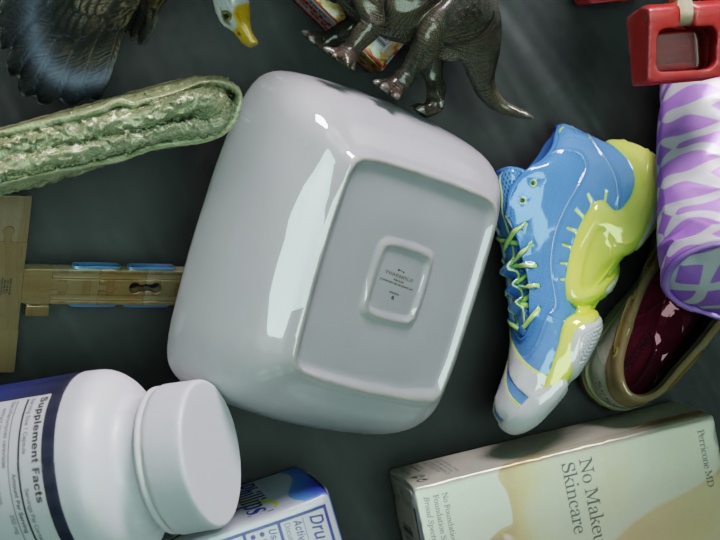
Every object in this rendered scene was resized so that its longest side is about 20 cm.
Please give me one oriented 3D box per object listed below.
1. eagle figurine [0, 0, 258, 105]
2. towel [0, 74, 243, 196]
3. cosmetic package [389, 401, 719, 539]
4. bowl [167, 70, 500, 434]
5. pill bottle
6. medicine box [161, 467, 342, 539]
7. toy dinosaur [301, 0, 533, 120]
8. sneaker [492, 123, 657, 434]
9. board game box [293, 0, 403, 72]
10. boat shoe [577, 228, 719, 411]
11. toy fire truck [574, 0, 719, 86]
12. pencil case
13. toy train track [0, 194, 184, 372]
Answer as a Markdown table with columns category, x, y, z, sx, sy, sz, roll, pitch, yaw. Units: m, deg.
| category | x | y | z | sx | sy | sz | roll | pitch | yaw |
| --- | --- | --- | --- | --- | --- | --- | --- | --- | --- |
| eagle figurine | -0.100 | -0.183 | 0.994 | 0.151 | 0.199 | 0.152 | 27 | 53 | -51 |
| towel | -0.171 | -0.071 | 1.042 | 0.199 | 0.148 | 0.037 | -17 | 99 | -13 |
| cosmetic package | 0.127 | 0.156 | 1.157 | 0.199 | 0.071 | 0.106 | -14 | 96 | -11 |
| bowl | 0.000 | 0.000 | 1.076 | 0.199 | 0.074 | 0.201 | 17 | 92 | -44 |
| pill bottle | -0.173 | 0.116 | 1.033 | 0.199 | 0.111 | 0.112 | -10 | 96 | 17 |
| medicine box | -0.093 | 0.240 | 1.100 | 0.199 | 0.103 | 0.183 | -17 | 97 | -11 |
| toy dinosaur | 0.033 | -0.152 | 1.068 | 0.199 | 0.077 | 0.103 | 31 | 95 | -11 |
| sneaker | 0.110 | -0.002 | 1.147 | 0.105 | 0.076 | 0.201 | 30 | 75 | -3 |
| board game box | -0.013 | -0.244 | 1.113 | 0.200 | 0.046 | 0.152 | 43 | 85 | -11 |
| boat shoe | 0.214 | 0.004 | 1.167 | 0.074 | 0.066 | 0.201 | 31 | 85 | -11 |
| toy fire truck | 0.165 | -0.212 | 1.105 | 0.048 | 0.141 | 0.202 | -6 | 95 | -11 |
| pencil case | 0.221 | -0.067 | 1.111 | 0.083 | 0.086 | 0.201 | 16 | 54 | -17 |
| toy train track | -0.173 | 0.003 | 1.100 | 0.198 | 0.033 | 0.115 | 1 | 116 | -20 |
